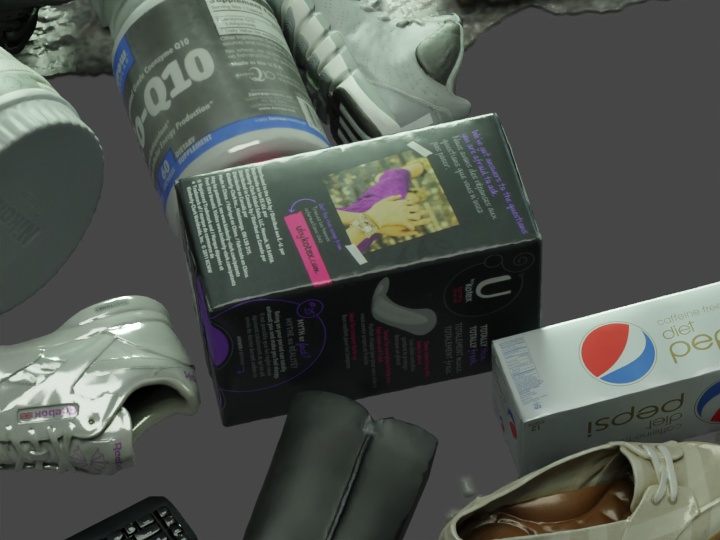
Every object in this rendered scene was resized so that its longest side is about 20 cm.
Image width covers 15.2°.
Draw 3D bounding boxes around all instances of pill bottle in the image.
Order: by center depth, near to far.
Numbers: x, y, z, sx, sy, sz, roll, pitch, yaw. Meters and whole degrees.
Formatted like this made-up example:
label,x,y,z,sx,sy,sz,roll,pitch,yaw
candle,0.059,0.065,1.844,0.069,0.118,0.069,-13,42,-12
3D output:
label,x,y,z,sx,sy,sz,roll,pitch,yaw
pill bottle,-0.094,-0.113,1.724,0.113,0.114,0.200,-16,53,-10

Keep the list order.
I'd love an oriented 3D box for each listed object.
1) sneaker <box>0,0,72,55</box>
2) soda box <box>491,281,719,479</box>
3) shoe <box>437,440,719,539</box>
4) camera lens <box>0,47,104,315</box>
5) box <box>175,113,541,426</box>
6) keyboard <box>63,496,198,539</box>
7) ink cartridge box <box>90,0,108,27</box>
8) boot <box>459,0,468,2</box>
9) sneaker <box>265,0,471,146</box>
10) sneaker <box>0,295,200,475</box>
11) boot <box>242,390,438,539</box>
label,x,y,z,sx,sy,sz,roll,pitch,yaw
sneaker,-0.218,-0.189,1.788,0.199,0.099,0.071,7,60,29
soda box,0.180,0.060,1.608,0.199,0.068,0.064,-14,53,-7
shoe,0.139,0.139,1.558,0.199,0.053,0.070,-16,53,-9
camera lens,-0.278,-0.081,1.679,0.200,0.160,0.160,35,62,26
box,0.000,0.000,1.618,0.199,0.122,0.106,-11,52,-6
keyboard,-0.177,0.199,1.537,0.200,0.040,0.104,-28,56,-17
ink cartridge box,-0.097,-0.253,1.830,0.199,0.116,0.067,-19,54,-11
boot,0.104,-0.273,1.873,0.155,0.077,0.200,-20,61,-7
sneaker,0.004,-0.158,1.789,0.115,0.075,0.200,-24,65,-21
sneaker,-0.189,0.085,1.601,0.200,0.075,0.100,-24,54,-15
boot,-0.060,0.148,1.537,0.165,0.066,0.200,30,60,-7
